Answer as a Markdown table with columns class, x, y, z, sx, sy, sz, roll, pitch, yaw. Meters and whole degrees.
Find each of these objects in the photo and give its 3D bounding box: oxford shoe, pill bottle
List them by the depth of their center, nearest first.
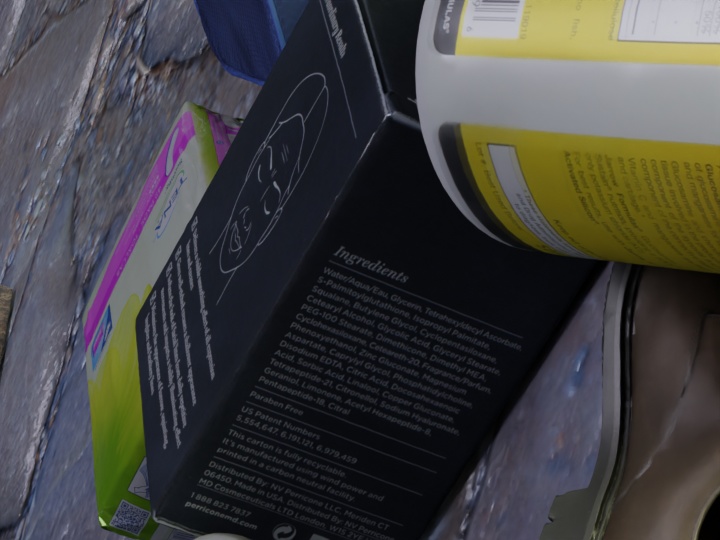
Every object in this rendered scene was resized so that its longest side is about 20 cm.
| class | x | y | z | sx | sy | sz | roll | pitch | yaw |
| --- | --- | --- | --- | --- | --- | --- | --- | --- | --- |
| pill bottle | 0.120 | -0.053 | 0.681 | 0.200 | 0.112 | 0.112 | 8 | 76 | 44 |
| oxford shoe | 0.115 | 0.043 | 0.749 | 0.084 | 0.073 | 0.201 | -9 | 57 | 41 |

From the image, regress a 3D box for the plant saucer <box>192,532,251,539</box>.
| class | x | y | z | sx | sy | sz | roll | pitch | yaw |
| --- | --- | --- | --- | --- | --- | --- | --- | --- | --- |
| plant saucer | -0.040 | 0.201 | 0.946 | 0.200 | 0.050 | 0.201 | -20 | 67 | 60 |

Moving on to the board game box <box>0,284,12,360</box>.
| class | x | y | z | sx | sy | sz | roll | pitch | yaw |
| --- | --- | --- | --- | --- | --- | --- | --- | --- | --- |
| board game box | -0.363 | 0.077 | 1.772 | 0.200 | 0.159 | 0.097 | -48 | 28 | 41 |

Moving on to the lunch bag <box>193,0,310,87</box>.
| class | x | y | z | sx | sy | sz | roll | pitch | yaw |
| --- | --- | --- | --- | --- | --- | --- | --- | --- | --- |
| lunch bag | -0.004 | -0.162 | 1.106 | 0.200 | 0.132 | 0.136 | -143 | 35 | -70 |

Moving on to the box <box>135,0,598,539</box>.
| class | x | y | z | sx | sy | sz | roll | pitch | yaw |
| --- | --- | --- | --- | --- | --- | --- | --- | --- | --- |
| box | 0.000 | 0.000 | 1.002 | 0.200 | 0.107 | 0.149 | -59 | 22 | 25 |

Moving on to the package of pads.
| class | x | y | z | sx | sy | sz | roll | pitch | yaw |
| --- | --- | --- | --- | --- | --- | --- | --- | --- | --- |
| package of pads | -0.078 | 0.022 | 1.237 | 0.155 | 0.068 | 0.200 | -61 | 22 | 24 |
